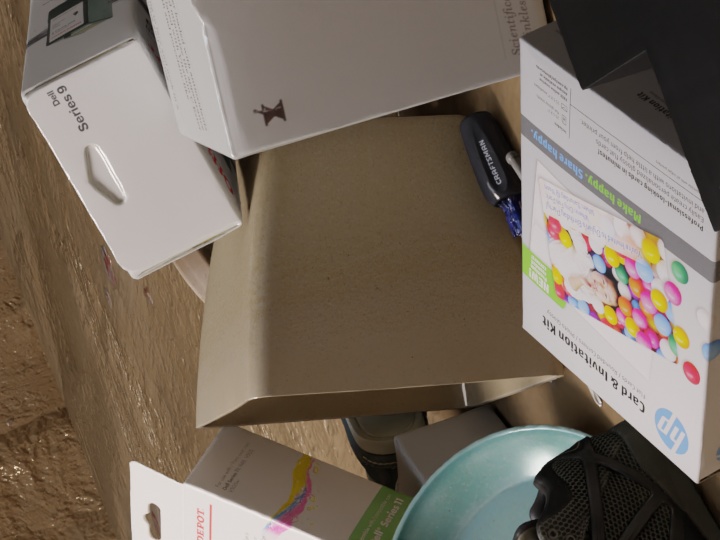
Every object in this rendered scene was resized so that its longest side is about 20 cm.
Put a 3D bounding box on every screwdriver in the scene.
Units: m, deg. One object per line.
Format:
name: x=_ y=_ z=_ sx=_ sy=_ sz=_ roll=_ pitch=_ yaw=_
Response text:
screwdriver: x=0.102 y=-0.007 z=1.258 sx=0.028 sy=0.029 sz=0.200 roll=113 pitch=142 yaw=-65

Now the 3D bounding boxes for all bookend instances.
bookend: x=0.160 y=-0.105 z=0.881 sx=0.199 sy=0.092 sz=0.200 roll=149 pitch=102 yaw=-74

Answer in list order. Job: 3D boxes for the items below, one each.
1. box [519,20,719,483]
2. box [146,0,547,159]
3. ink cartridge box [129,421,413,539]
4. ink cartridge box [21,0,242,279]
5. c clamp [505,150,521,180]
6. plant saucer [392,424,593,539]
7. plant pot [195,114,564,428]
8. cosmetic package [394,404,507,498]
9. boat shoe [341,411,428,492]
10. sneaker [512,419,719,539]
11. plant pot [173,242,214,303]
box: x=0.143 y=-0.011 z=1.074 sx=0.156 sy=0.041 sz=0.200 roll=44 pitch=150 yaw=41
box: x=-0.020 y=-0.188 z=1.184 sx=0.131 sy=0.200 sz=0.199 roll=-151 pitch=47 yaw=-69
ink cartridge box: x=-0.056 y=0.181 z=1.424 sx=0.200 sy=0.067 sz=0.117 roll=21 pitch=137 yaw=16
ink cartridge box: x=-0.146 y=-0.107 z=1.341 sx=0.146 sy=0.084 sz=0.200 roll=61 pitch=-173 yaw=-27
c clamp: x=0.126 y=-0.067 z=1.136 sx=0.200 sy=0.027 sz=0.171 roll=96 pitch=151 yaw=-51
plant saucer: x=0.105 y=0.194 z=1.266 sx=0.036 sy=0.200 sz=0.200 roll=30 pitch=-156 yaw=-51
plant pot: x=0.000 y=0.000 z=1.353 sx=0.200 sy=0.200 sz=0.177 roll=146 pitch=120 yaw=-73
cosmetic package: x=0.098 y=0.197 z=1.397 sx=0.200 sy=0.081 sz=0.113 roll=-124 pitch=24 yaw=-47
boat shoe: x=0.014 y=0.102 z=1.542 sx=0.200 sy=0.073 sz=0.062 roll=-109 pitch=5 yaw=-65
sneaker: x=0.154 y=0.178 z=1.147 sx=0.076 sy=0.114 sz=0.199 roll=93 pitch=152 yaw=-53
plant pot: x=-0.038 y=-0.022 z=1.509 sx=0.093 sy=0.201 sz=0.201 roll=-53 pitch=46 yaw=23
